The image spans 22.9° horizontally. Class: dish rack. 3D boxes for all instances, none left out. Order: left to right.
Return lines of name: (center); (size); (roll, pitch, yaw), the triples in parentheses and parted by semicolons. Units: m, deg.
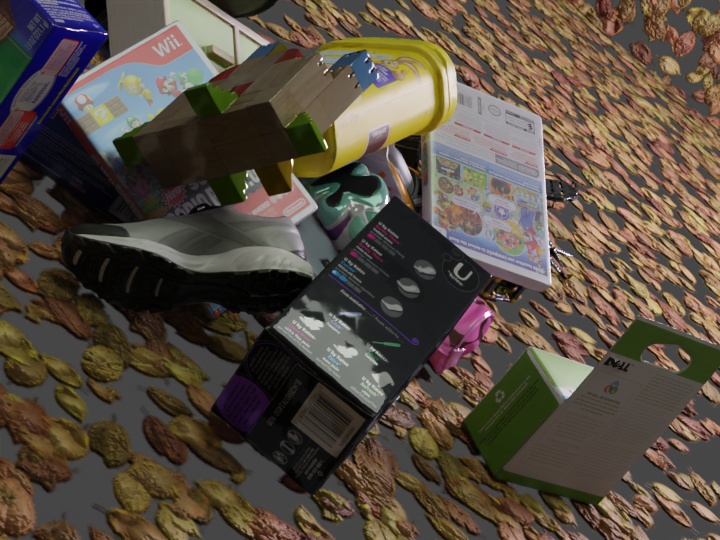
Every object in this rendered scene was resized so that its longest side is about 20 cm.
dish rack: (0.131, -0.111, 1.852); (0.200, 0.055, 0.153); (10, 13, 2)

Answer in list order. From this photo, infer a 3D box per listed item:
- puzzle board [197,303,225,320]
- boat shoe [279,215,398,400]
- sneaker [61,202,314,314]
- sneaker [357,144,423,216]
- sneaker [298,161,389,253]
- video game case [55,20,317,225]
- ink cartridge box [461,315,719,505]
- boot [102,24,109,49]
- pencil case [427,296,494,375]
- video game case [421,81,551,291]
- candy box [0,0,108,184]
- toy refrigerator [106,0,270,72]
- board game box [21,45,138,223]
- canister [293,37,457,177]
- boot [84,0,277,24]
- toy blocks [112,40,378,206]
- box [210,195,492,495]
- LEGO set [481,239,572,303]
puzzle board: (-0.127, -0.053, 1.539); (0.151, 0.017, 0.200); (60, 23, -6)
boat shoe: (-0.037, 0.041, 1.507); (0.074, 0.068, 0.199); (-9, 63, -57)
sneaker: (-0.137, -0.015, 1.391); (0.200, 0.074, 0.079); (5, 53, -21)
sneaker: (0.047, -0.062, 1.731); (0.078, 0.077, 0.200); (25, -26, 35)
sneaker: (0.000, 0.000, 1.574); (0.078, 0.140, 0.200); (-15, 45, -27)
video game case: (-0.144, -0.096, 1.464); (0.143, 0.017, 0.200); (-37, 90, -34)
ink cartridge box: (0.213, 0.107, 1.595); (0.148, 0.200, 0.076); (19, 28, -41)
boot: (-0.163, -0.184, 1.781); (0.200, 0.077, 0.138); (-3, 48, -41)
pencil case: (0.030, 0.010, 1.659); (0.200, 0.091, 0.094); (41, 19, 1)
video game case: (0.120, -0.087, 1.723); (0.143, 0.018, 0.200); (19, 55, -29)
candy box: (-0.321, -0.185, 1.375); (0.200, 0.169, 0.077); (45, 18, 20)
toy refrigerator: (-0.150, -0.204, 1.665); (0.200, 0.070, 0.076); (29, 49, -57)
board game box: (-0.231, -0.133, 1.564); (0.200, 0.062, 0.200); (35, 22, -9)
canister: (-0.026, -0.148, 1.604); (0.148, 0.087, 0.200); (8, 22, 33)
boot: (-0.162, -0.268, 1.663); (0.131, 0.200, 0.068); (-1, 72, -45)
toy blocks: (-0.080, -0.132, 1.404); (0.137, 0.200, 0.100); (-50, 120, -43)
box: (-0.005, 0.056, 1.372); (0.106, 0.122, 0.200); (39, 45, 4)
LEGO set: (0.129, -0.050, 1.896); (0.200, 0.116, 0.154); (18, 29, -43)
